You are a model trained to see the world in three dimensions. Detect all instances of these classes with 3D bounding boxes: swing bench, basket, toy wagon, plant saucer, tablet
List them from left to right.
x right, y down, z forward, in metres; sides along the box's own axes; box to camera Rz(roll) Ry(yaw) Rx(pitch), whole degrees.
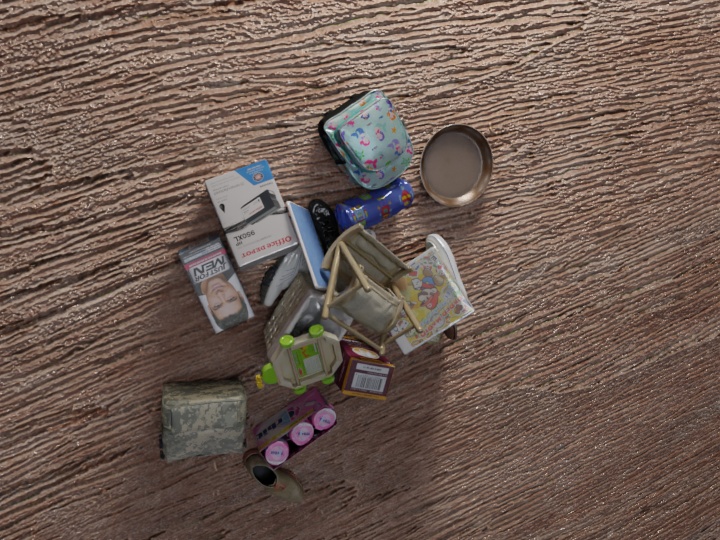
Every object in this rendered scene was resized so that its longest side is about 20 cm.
[{"bbox_3d":[-0.139,0.204,1.362,0.199,0.040,0.156,-18,126,-12],"label":"toy wagon"},{"bbox_3d":[-0.124,0.120,1.417,0.135,0.123,0.201,23,109,-32],"label":"basket"},{"bbox_3d":[-0.109,-0.051,1.358,0.014,0.130,0.201,-21,81,13],"label":"tablet"},{"bbox_3d":[0.021,0.042,1.339,0.129,0.201,0.199,-33,130,25],"label":"swing bench"},{"bbox_3d":[0.234,-0.260,1.521,0.199,0.032,0.202,-4,104,-17],"label":"plant saucer"}]

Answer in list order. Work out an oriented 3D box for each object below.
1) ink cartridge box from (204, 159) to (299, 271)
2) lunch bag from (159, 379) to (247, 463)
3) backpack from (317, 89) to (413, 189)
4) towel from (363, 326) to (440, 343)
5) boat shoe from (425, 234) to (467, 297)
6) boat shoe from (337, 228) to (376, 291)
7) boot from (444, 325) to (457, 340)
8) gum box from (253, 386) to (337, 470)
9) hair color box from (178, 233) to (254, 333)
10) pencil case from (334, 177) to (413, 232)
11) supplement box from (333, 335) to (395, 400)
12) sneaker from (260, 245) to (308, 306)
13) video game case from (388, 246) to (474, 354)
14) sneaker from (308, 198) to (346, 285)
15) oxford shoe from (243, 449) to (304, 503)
[{"bbox_3d":[-0.235,-0.118,1.343,0.144,0.084,0.201,-22,89,-11],"label":"ink cartridge box"},{"bbox_3d":[-0.361,0.351,1.413,0.199,0.139,0.169,-2,102,-17],"label":"lunch bag"},{"bbox_3d":[0.023,-0.288,1.391,0.177,0.151,0.201,-35,115,-9],"label":"backpack"},{"bbox_3d":[0.112,0.093,1.516,0.199,0.023,0.145,13,86,-11],"label":"towel"},{"bbox_3d":[0.186,0.009,1.507,0.086,0.075,0.203,-13,77,-26],"label":"boat shoe"},{"bbox_3d":[0.000,0.000,1.490,0.068,0.072,0.201,18,90,-42],"label":"boat shoe"},{"bbox_3d":[0.132,0.126,1.559,0.199,0.064,0.187,-23,95,-15],"label":"boot"},{"bbox_3d":[-0.155,0.379,1.499,0.199,0.113,0.066,-34,110,-8],"label":"gum box"},{"bbox_3d":[-0.325,0.029,1.393,0.099,0.061,0.201,-25,109,-11],"label":"hair color box"},{"bbox_3d":[0.031,-0.152,1.433,0.199,0.087,0.078,-28,135,-28],"label":"pencil case"},{"bbox_3d":[-0.010,0.225,1.464,0.110,0.200,0.086,13,97,-20],"label":"supplement box"},{"bbox_3d":[-0.164,0.001,1.434,0.087,0.074,0.201,31,92,-26],"label":"sneaker"},{"bbox_3d":[0.140,0.072,1.463,0.199,0.023,0.183,-33,88,7],"label":"video game case"},{"bbox_3d":[-0.062,-0.067,1.431,0.060,0.104,0.201,-22,108,-11],"label":"sneaker"},{"bbox_3d":[-0.213,0.531,1.536,0.200,0.075,0.071,42,87,-22],"label":"oxford shoe"}]
